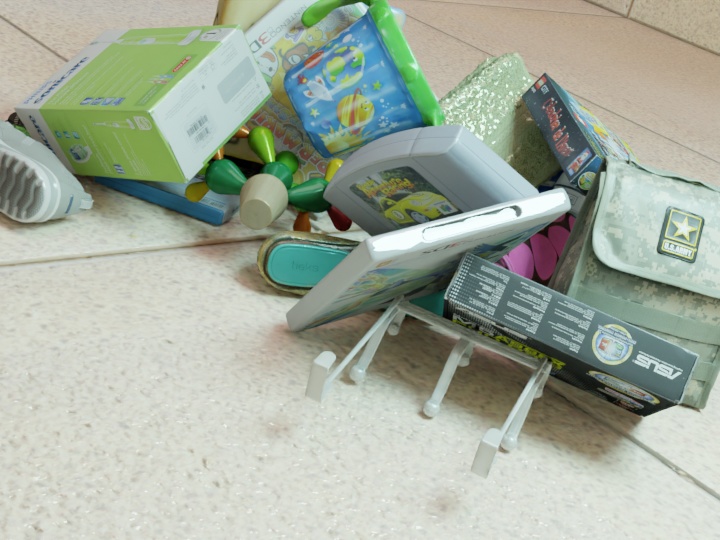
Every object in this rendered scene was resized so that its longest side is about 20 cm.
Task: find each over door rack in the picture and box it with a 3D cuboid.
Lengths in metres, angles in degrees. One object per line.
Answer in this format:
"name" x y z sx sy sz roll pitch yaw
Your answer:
"over door rack" 0.055 0.093 0.949 0.147 0.067 0.200 23 21 14

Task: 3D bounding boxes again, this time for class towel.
"towel" 0.133 -0.130 1.304 0.200 0.148 0.036 -40 8 -23

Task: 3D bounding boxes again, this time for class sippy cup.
"sippy cup" -0.002 -0.181 1.227 0.130 0.140 0.178 -28 40 7

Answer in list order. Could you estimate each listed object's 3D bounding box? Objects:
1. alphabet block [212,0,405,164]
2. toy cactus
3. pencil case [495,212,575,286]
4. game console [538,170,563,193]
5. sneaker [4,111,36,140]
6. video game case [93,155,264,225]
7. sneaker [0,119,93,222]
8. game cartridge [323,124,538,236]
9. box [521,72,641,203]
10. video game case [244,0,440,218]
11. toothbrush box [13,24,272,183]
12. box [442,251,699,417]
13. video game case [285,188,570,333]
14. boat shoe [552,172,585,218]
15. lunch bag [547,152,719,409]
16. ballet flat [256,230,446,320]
"alphabet block" -0.078 -0.226 1.396 0.196 0.200 0.195 14 11 -10
"toy cactus" -0.093 -0.075 1.187 0.200 0.102 0.165 22 22 -3
"pencil case" 0.163 -0.008 1.248 0.091 0.094 0.200 -22 0 36
"game console" 0.163 -0.108 1.444 0.200 0.171 0.119 6 51 -23
"sneaker" -0.303 -0.172 1.310 0.077 0.084 0.200 24 23 20
"video game case" -0.179 -0.105 1.326 0.143 0.018 0.200 19 23 9
"sneaker" -0.333 -0.098 1.160 0.200 0.075 0.082 39 17 31
"game cartridge" 0.057 -0.066 1.096 0.133 0.041 0.200 41 -29 -21
"box" 0.243 -0.110 1.243 0.136 0.038 0.200 35 21 -25
"video game case" -0.040 -0.187 1.294 0.200 0.182 0.023 49 -1 -16
"toothbrush box" -0.212 -0.165 1.200 0.200 0.086 0.146 8 45 37
"box" 0.166 0.057 1.024 0.200 0.044 0.160 24 -8 6
"video game case" 0.050 -0.005 1.009 0.182 0.200 0.022 -15 78 -25
"boat shoe" 0.286 -0.062 1.377 0.073 0.067 0.200 21 -7 42
"lunch bag" 0.270 0.005 1.129 0.164 0.200 0.118 16 23 -2
"ballet flat" 0.000 0.000 1.145 0.199 0.071 0.071 10 23 -14
